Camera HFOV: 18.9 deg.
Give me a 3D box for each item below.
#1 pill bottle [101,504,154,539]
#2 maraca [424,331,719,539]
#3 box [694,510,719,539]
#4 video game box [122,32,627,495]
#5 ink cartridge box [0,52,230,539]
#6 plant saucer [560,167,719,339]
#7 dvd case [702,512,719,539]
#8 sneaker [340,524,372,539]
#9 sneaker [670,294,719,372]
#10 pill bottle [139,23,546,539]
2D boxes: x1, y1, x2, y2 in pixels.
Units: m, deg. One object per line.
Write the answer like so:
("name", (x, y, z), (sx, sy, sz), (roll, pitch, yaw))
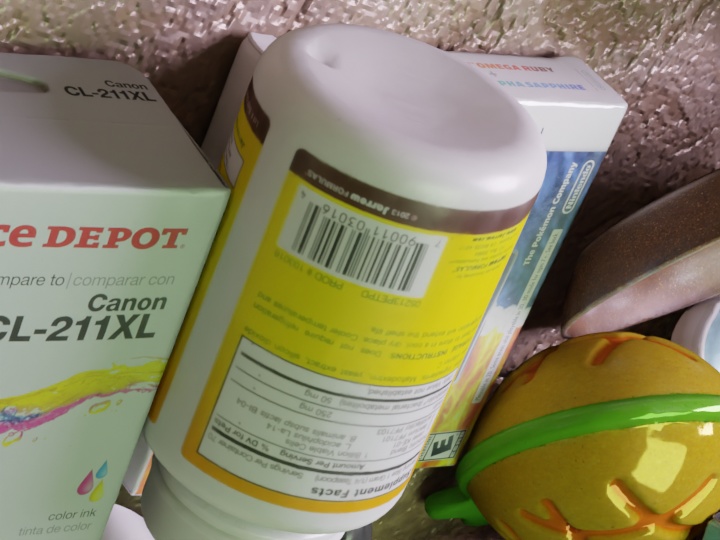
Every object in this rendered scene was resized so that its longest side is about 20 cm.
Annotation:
("pill bottle", (-0.150, 0.192, 0.890), (0.200, 0.112, 0.112), (-42, 142, 8))
("maraca", (0.107, 0.091, 1.021), (0.137, 0.107, 0.200), (2, 160, -18))
("box", (0.128, 0.189, 1.097), (0.200, 0.075, 0.100), (-41, 113, -34))
("video game box", (0.000, 0.000, 0.909), (0.182, 0.047, 0.200), (0, 125, -37))
("ink cartridge box", (-0.152, 0.028, 0.767), (0.146, 0.083, 0.200), (0, 125, -35))
("plant saucer", (0.178, -0.023, 0.985), (0.200, 0.035, 0.200), (-22, 170, -4))
("dvd case", (0.205, 0.162, 1.067), (0.200, 0.022, 0.146), (-16, 126, -53))
("sneaker", (-0.024, 0.142, 0.990), (0.090, 0.066, 0.200), (-26, 156, -35))
("sneaker", (0.235, 0.037, 1.099), (0.082, 0.074, 0.200), (-18, 174, 42))
("pill bottle", (-0.015, 0.019, 0.794), (0.109, 0.109, 0.200), (-2, 127, -39))
